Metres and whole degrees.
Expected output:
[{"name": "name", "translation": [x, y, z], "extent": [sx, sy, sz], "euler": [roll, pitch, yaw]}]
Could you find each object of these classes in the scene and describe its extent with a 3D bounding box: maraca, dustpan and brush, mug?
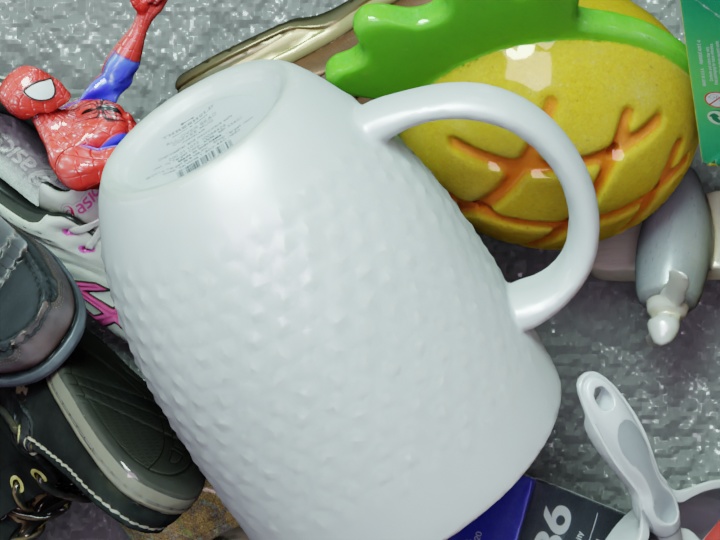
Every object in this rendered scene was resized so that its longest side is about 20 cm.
[{"name": "maraca", "translation": [0.070, -0.074, 1.032], "extent": [0.136, 0.200, 0.108], "euler": [-24, 59, 22]}, {"name": "dustpan and brush", "translation": [0.130, 0.120, 1.019], "extent": [0.140, 0.057, 0.201], "euler": [-43, 110, -22]}, {"name": "mug", "translation": [0.000, 0.000, 0.980], "extent": [0.199, 0.148, 0.176], "euler": [-26, 116, 13]}]

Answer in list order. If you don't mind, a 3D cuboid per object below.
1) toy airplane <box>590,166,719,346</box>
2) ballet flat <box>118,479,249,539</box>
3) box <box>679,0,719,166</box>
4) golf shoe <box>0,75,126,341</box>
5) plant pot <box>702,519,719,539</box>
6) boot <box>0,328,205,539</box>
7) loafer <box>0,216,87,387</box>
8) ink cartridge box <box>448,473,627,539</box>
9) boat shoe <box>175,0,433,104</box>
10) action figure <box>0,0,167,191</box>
[{"name": "toy airplane", "translation": [0.217, -0.011, 1.055], "extent": [0.200, 0.141, 0.199], "euler": [-47, 65, 15]}, {"name": "ballet flat", "translation": [-0.017, 0.088, 1.119], "extent": [0.199, 0.071, 0.071], "euler": [-15, 86, 4]}, {"name": "box", "translation": [0.181, -0.155, 1.039], "extent": [0.048, 0.118, 0.201], "euler": [5, 56, 18]}, {"name": "golf shoe", "translation": [-0.114, -0.015, 1.114], "extent": [0.199, 0.092, 0.073], "euler": [35, 90, 4]}, {"name": "plant pot", "translation": [0.221, 0.175, 0.947], "extent": [0.182, 0.200, 0.202], "euler": [22, 90, 45]}, {"name": "boot", "translation": [-0.152, 0.105, 1.080], "extent": [0.073, 0.200, 0.151], "euler": [27, 97, -37]}, {"name": "loafer", "translation": [-0.196, -0.011, 1.081], "extent": [0.072, 0.063, 0.200], "euler": [-49, 43, -8]}, {"name": "ink cartridge box", "translation": [0.096, 0.151, 1.058], "extent": [0.199, 0.039, 0.100], "euler": [22, 81, -26]}, {"name": "boat shoe", "translation": [0.017, -0.099, 1.119], "extent": [0.199, 0.072, 0.068], "euler": [-23, 97, 9]}, {"name": "action figure", "translation": [-0.058, -0.054, 1.062], "extent": [0.199, 0.065, 0.099], "euler": [26, 112, -25]}]
